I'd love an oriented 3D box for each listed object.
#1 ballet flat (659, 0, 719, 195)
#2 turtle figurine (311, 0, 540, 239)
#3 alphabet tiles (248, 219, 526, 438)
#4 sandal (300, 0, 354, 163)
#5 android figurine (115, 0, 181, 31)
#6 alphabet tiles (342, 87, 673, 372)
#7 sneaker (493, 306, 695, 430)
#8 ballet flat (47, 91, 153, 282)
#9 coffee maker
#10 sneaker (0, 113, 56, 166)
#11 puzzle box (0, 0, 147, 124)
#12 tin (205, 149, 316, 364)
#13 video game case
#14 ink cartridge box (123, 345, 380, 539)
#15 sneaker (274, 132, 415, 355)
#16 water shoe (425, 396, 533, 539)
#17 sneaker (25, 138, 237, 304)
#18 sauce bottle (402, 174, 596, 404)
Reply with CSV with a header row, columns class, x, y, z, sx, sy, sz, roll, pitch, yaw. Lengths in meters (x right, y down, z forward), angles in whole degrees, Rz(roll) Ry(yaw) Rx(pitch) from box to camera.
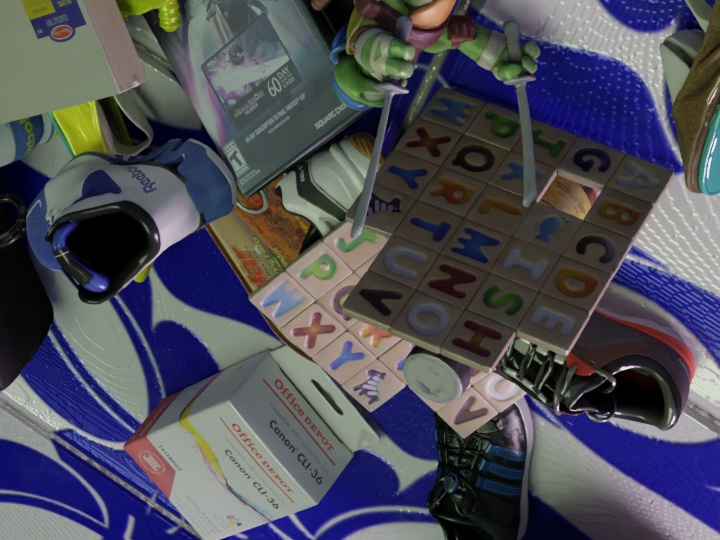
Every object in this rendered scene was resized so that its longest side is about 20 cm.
class,x,y,z,sx,sy,sz,roll,pitch,yaw
ballet flat,0.212,-0.136,1.117,0.072,0.068,0.200,42,143,27
turtle figurine,0.065,-0.142,1.137,0.143,0.200,0.194,8,129,-26
alphabet tiles,0.049,0.031,1.327,0.167,0.008,0.200,-38,119,15
sandal,-0.041,-0.148,1.293,0.075,0.045,0.200,26,137,14
android figurine,-0.154,-0.254,1.259,0.182,0.041,0.201,15,123,36
alphabet tiles,0.079,-0.025,1.190,0.167,0.200,0.008,22,142,18
sneaker,0.131,0.055,1.289,0.199,0.082,0.077,15,122,0
ballet flat,-0.180,-0.079,1.448,0.067,0.067,0.200,-13,119,16
coffee maker,-0.325,0.005,1.549,0.192,0.135,0.200,37,155,35
sneaker,-0.332,-0.144,1.480,0.200,0.082,0.074,29,139,14
puzzle box,-0.227,-0.175,1.336,0.200,0.025,0.133,-3,111,55
tin,-0.046,-0.014,1.425,0.112,0.042,0.200,-13,118,38
video game case,-0.083,-0.165,1.284,0.143,0.019,0.200,-32,87,47
ink cartridge box,-0.089,0.142,1.570,0.117,0.068,0.200,50,138,-12
sneaker,0.000,0.000,1.348,0.087,0.076,0.200,-24,118,-3
water shoe,0.088,0.153,1.444,0.071,0.079,0.200,10,131,28
sneaker,-0.190,-0.030,1.354,0.199,0.115,0.081,-13,111,46
sauce bottle,0.087,0.006,1.223,0.066,0.200,0.066,21,138,20
